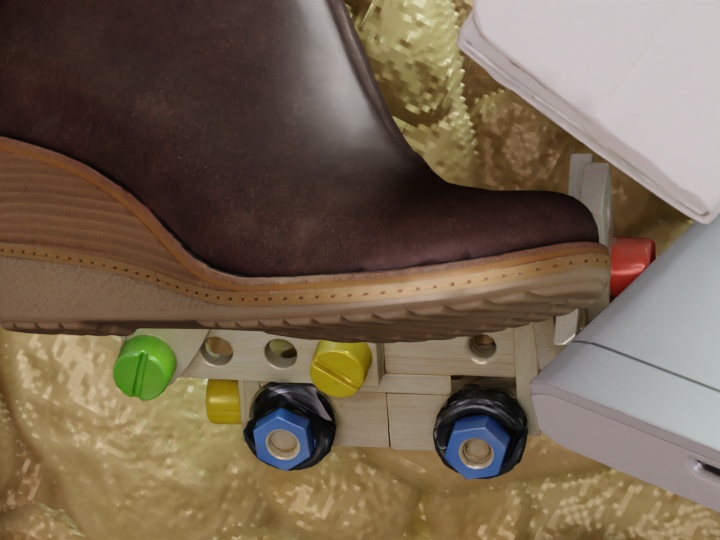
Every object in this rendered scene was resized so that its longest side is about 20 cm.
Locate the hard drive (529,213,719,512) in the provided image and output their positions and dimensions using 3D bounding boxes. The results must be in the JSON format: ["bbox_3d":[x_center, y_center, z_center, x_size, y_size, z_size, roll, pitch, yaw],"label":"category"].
[{"bbox_3d":[0.159,-0.003,0.736,0.132,0.200,0.027,21,141,40],"label":"hard drive"}]

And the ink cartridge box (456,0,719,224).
[{"bbox_3d":[0.112,-0.101,0.737,0.086,0.200,0.147,38,103,3],"label":"ink cartridge box"}]

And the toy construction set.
[{"bbox_3d":[0.000,0.000,0.819,0.200,0.092,0.131,9,120,24],"label":"toy construction set"}]

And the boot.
[{"bbox_3d":[-0.024,-0.065,0.735,0.200,0.072,0.167,0,85,28],"label":"boot"}]
